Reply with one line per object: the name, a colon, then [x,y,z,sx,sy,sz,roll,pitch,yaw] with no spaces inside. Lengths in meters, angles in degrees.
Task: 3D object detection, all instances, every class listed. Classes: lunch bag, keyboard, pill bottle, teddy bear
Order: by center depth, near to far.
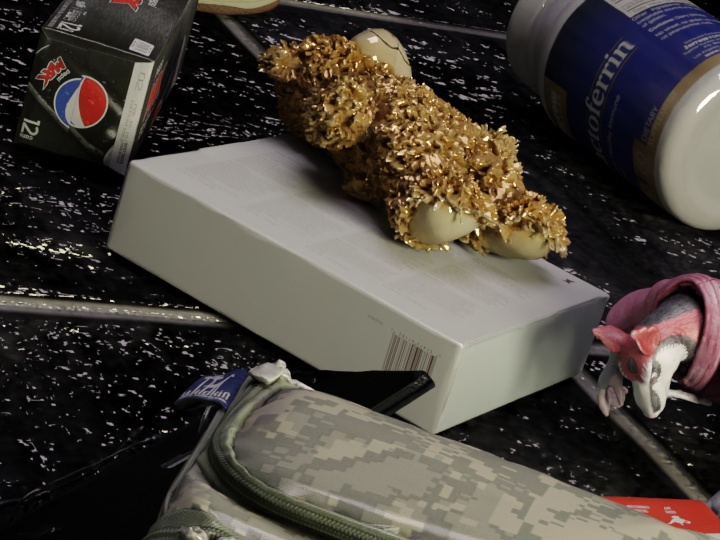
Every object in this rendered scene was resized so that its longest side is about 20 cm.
lunch bag: [0.019,0.124,0.678,0.198,0.140,0.168,19,42,9]
keyboard: [-0.059,0.084,0.883,0.103,0.040,0.200,0,15,36]
teddy bear: [0.028,-0.067,1.175,0.144,0.067,0.200,14,20,-21]
pill bottle: [0.183,-0.118,1.496,0.115,0.117,0.200,3,25,-34]

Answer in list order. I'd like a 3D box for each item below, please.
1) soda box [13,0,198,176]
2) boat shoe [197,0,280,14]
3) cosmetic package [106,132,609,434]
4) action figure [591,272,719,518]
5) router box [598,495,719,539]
soda box: [-0.135,-0.119,1.297,0.063,0.071,0.200,17,21,-1]
boat shoe: [-0.136,-0.221,1.539,0.201,0.075,0.075,7,24,-27]
cosmetic package: [0.000,0.000,1.145,0.199,0.052,0.150,29,25,26]
action figure: [0.188,0.038,1.092,0.199,0.150,0.134,16,22,-47]
router box: [0.085,0.147,0.856,0.199,0.049,0.180,6,25,-30]
